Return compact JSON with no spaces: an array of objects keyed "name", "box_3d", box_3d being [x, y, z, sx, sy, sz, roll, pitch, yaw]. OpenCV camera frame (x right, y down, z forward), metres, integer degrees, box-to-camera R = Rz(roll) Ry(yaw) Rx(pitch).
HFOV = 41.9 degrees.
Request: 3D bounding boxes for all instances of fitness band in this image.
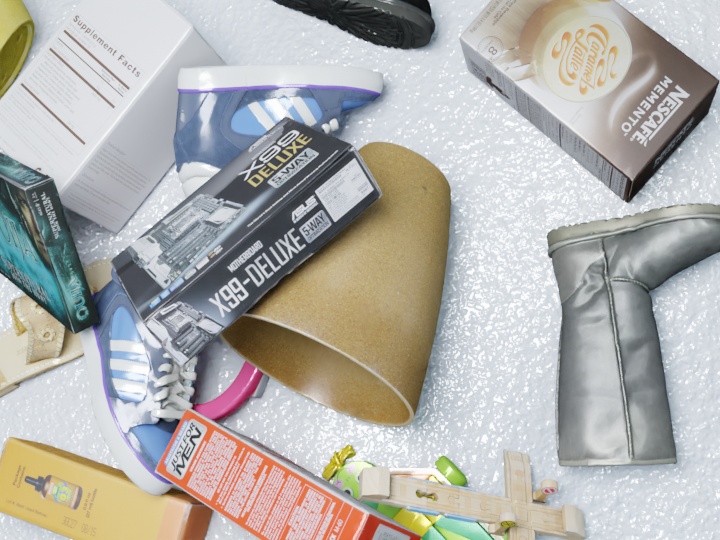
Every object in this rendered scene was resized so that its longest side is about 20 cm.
[{"name":"fitness band","box_3d":[-0.141,0.045,0.887,0.141,0.037,0.204,18,83,16]}]

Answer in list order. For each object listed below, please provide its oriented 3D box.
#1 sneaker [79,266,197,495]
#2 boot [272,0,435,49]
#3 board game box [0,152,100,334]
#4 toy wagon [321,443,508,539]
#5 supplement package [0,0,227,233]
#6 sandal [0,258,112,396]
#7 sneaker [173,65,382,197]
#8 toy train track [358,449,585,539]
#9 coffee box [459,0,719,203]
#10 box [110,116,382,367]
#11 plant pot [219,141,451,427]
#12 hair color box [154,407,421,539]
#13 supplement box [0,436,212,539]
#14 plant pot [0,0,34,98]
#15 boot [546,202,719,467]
[{"name":"sneaker","box_3d":[-0.162,0.074,0.826,0.145,0.080,0.203,-30,66,13]},{"name":"boot","box_3d":[0.002,-0.318,0.902,0.208,0.079,0.160,25,86,16]},{"name":"board game box","box_3d":[-0.306,-0.036,0.852,0.028,0.138,0.198,-27,31,-30]},{"name":"toy wagon","box_3d":[0.037,0.234,0.808,0.155,0.040,0.200,-46,74,1]},{"name":"supplement package","box_3d":[-0.236,-0.162,0.903,0.119,0.121,0.201,39,89,19]},{"name":"sandal","box_3d":[-0.317,0.058,0.907,0.210,0.070,0.078,-34,74,4]},{"name":"sneaker","box_3d":[-0.074,-0.113,0.873,0.196,0.080,0.150,-5,103,-20]},{"name":"toy train track","box_3d":[0.096,0.186,0.761,0.196,0.033,0.117,13,52,-12]},{"name":"coffee box","box_3d":[0.198,-0.173,0.829,0.200,0.080,0.115,43,91,17]},{"name":"box","box_3d":[-0.096,-0.032,0.744,0.199,0.157,0.050,-40,118,-7]},{"name":"plant pot","box_3d":[0.000,0.000,0.806,0.183,0.187,0.203,20,68,15]},{"name":"hair color box","box_3d":[-0.060,0.192,0.773,0.198,0.111,0.065,23,79,34]},{"name":"supplement box","box_3d":[-0.239,0.214,0.862,0.196,0.069,0.068,16,83,13]},{"name":"plant pot","box_3d":[-0.414,-0.245,0.941,0.140,0.200,0.203,29,86,-9]},{"name":"boot","box_3d":[0.240,0.057,0.781,0.178,0.072,0.205,-12,70,24]}]
